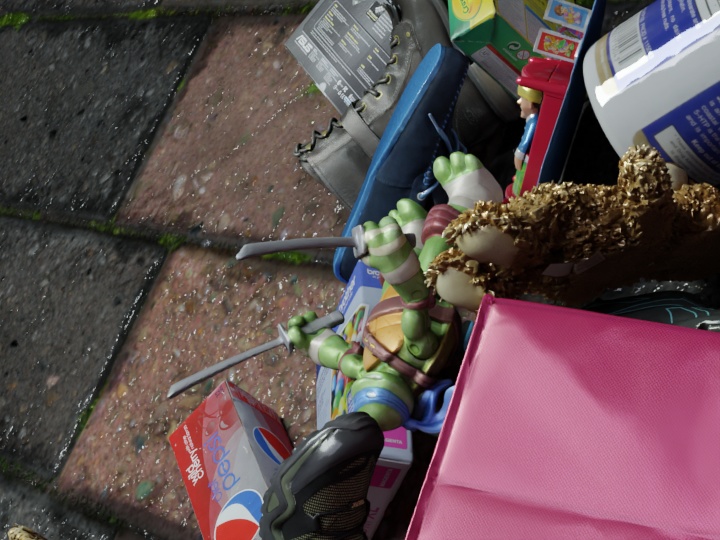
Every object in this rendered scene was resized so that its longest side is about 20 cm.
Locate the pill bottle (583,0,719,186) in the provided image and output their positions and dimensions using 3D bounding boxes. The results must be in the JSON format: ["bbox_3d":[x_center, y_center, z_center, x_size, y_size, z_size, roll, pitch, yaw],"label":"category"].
[{"bbox_3d":[0.249,-0.139,1.028,0.200,0.119,0.120,-32,42,30],"label":"pill bottle"}]

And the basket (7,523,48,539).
[{"bbox_3d":[-0.173,0.289,1.120,0.142,0.200,0.150,19,75,52],"label":"basket"}]

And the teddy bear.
[{"bbox_3d":[0.132,-0.025,0.989,0.199,0.145,0.067,-17,59,-4],"label":"teddy bear"}]

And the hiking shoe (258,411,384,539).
[{"bbox_3d":[-0.013,0.182,0.999,0.100,0.076,0.201,33,115,29],"label":"hiking shoe"}]

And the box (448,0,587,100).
[{"bbox_3d":[0.112,-0.221,1.254,0.048,0.117,0.201,-27,44,31],"label":"box"}]

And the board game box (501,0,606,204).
[{"bbox_3d":[0.120,-0.098,1.126,0.039,0.158,0.201,17,71,10],"label":"board game box"}]

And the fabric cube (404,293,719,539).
[{"bbox_3d":[0.148,0.151,0.803,0.198,0.196,0.201,9,67,26],"label":"fabric cube"}]

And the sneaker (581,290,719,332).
[{"bbox_3d":[0.200,0.040,0.985,0.199,0.076,0.079,0,34,34],"label":"sneaker"}]

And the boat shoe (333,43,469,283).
[{"bbox_3d":[0.043,-0.073,1.222,0.084,0.068,0.201,-74,7,-54],"label":"boat shoe"}]

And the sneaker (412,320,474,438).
[{"bbox_3d":[0.098,0.094,1.055,0.200,0.073,0.082,32,97,54],"label":"sneaker"}]

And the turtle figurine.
[{"bbox_3d":[0.000,0.000,1.066,0.199,0.145,0.194,15,44,17],"label":"turtle figurine"}]

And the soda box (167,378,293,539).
[{"bbox_3d":[-0.076,0.173,1.213,0.070,0.063,0.200,-46,36,13],"label":"soda box"}]

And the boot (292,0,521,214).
[{"bbox_3d":[0.016,-0.136,1.274,0.174,0.069,0.200,-38,81,18],"label":"boot"}]

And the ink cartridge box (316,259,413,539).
[{"bbox_3d":[0.000,0.083,1.170,0.120,0.042,0.201,114,163,-46],"label":"ink cartridge box"}]

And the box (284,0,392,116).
[{"bbox_3d":[0.031,-0.198,1.389,0.159,0.048,0.200,-49,36,9],"label":"box"}]
